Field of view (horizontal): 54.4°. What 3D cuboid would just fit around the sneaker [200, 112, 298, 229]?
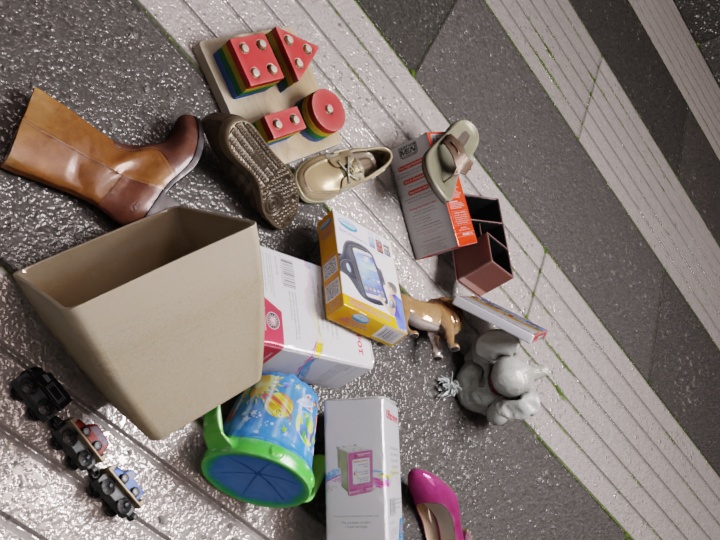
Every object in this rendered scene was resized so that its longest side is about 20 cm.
[{"bbox_3d":[-0.150,-0.141,0.968,0.070,0.075,0.200,-48,141,-20],"label":"sneaker"}]

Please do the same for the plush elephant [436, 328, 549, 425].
[{"bbox_3d":[0.246,0.183,1.202,0.199,0.154,0.166,-1,78,-46],"label":"plush elephant"}]

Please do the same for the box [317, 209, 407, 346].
[{"bbox_3d":[0.000,0.000,0.992,0.119,0.041,0.201,27,40,-34],"label":"box"}]

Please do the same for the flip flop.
[{"bbox_3d":[0.161,-0.190,1.163,0.081,0.057,0.200,52,48,-19],"label":"flip flop"}]

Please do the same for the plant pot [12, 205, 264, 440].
[{"bbox_3d":[-0.213,0.056,0.746,0.199,0.200,0.178,-29,115,-31],"label":"plant pot"}]

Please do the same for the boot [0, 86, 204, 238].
[{"bbox_3d":[-0.302,-0.155,0.848,0.199,0.068,0.189,29,65,-27],"label":"boot"}]

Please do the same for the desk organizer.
[{"bbox_3d":[0.213,-0.058,1.267,0.072,0.077,0.201,33,40,-34],"label":"desk organizer"}]

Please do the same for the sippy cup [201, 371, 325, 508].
[{"bbox_3d":[-0.112,0.202,0.867,0.178,0.139,0.131,91,10,-47],"label":"sippy cup"}]

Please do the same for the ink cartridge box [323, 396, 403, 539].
[{"bbox_3d":[0.007,0.276,0.942,0.145,0.084,0.201,57,31,-71],"label":"ink cartridge box"}]

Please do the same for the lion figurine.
[{"bbox_3d":[0.096,0.076,1.149,0.199,0.072,0.123,23,43,-32],"label":"lion figurine"}]

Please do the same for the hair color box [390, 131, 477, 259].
[{"bbox_3d":[0.123,-0.129,1.220,0.061,0.101,0.201,-13,87,-45],"label":"hair color box"}]

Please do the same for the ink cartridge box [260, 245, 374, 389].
[{"bbox_3d":[-0.089,0.065,0.936,0.199,0.085,0.148,22,47,-40],"label":"ink cartridge box"}]

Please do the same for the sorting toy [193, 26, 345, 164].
[{"bbox_3d":[-0.116,-0.268,1.047,0.199,0.069,0.201,-31,99,-46],"label":"sorting toy"}]

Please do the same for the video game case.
[{"bbox_3d":[0.246,0.082,1.212,0.018,0.143,0.200,-65,160,7],"label":"video game case"}]

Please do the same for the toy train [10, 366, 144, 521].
[{"bbox_3d":[-0.296,0.186,0.750,0.201,0.034,0.046,58,33,-13],"label":"toy train"}]

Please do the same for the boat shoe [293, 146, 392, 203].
[{"bbox_3d":[-0.025,-0.159,1.106,0.200,0.065,0.072,-25,95,-46],"label":"boat shoe"}]

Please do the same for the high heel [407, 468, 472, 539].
[{"bbox_3d":[0.115,0.397,1.069,0.201,0.067,0.096,65,32,-26],"label":"high heel"}]
